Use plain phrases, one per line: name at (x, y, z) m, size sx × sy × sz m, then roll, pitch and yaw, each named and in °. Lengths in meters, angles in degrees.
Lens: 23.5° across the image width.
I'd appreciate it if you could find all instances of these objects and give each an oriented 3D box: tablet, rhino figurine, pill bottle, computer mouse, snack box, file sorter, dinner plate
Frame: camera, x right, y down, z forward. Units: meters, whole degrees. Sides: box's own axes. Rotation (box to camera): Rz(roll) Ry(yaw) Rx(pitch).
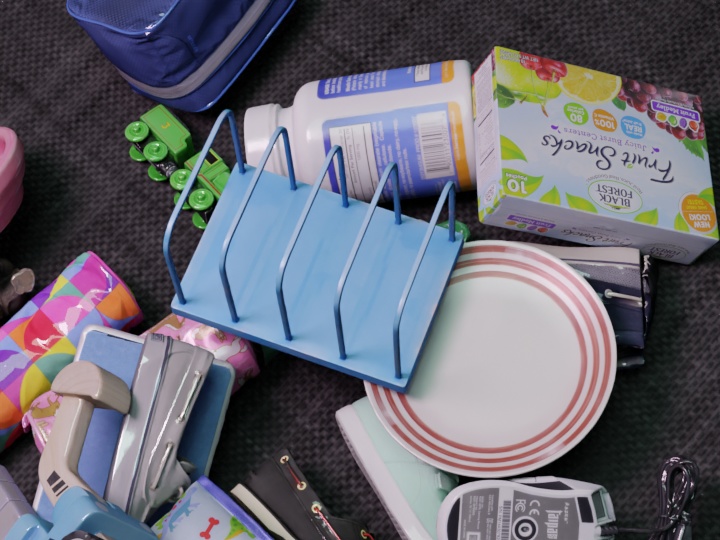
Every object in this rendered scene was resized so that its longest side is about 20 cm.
tablet at (-0.186, 0.156, 1.389) m, size 0.129 × 0.014 × 0.202 m, roll 16°, pitch 88°, yaw -6°
rhino figurine at (-0.368, 0.056, 1.499) m, size 0.199 × 0.087 × 0.060 m, roll -39°, pitch 94°, yaw -10°
pill bottle at (0.005, -0.112, 1.490) m, size 0.198 × 0.112 × 0.113 m, roll -7°, pitch 62°, yaw 8°
computer mouse at (0.153, 0.189, 1.307) m, size 0.198 × 0.044 × 0.111 m, roll 4°, pitch 96°, yaw -5°
snack box at (0.191, -0.093, 1.422) m, size 0.198 × 0.053 × 0.144 m, roll 10°, pitch 61°, yaw -20°
file sorter at (-0.036, -0.021, 1.327) m, size 0.198 × 0.123 × 0.140 m, roll 18°, pitch 66°, yaw 12°
dinner plate at (0.100, 0.069, 1.352) m, size 0.198 × 0.024 × 0.202 m, roll -3°, pitch 64°, yaw 5°

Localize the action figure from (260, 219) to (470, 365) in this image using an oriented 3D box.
action figure at (0.000, 0.000, 1.451) m, size 0.198 × 0.119 × 0.055 m, roll -18°, pitch 48°, yaw -8°

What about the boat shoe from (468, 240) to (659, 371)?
boat shoe at (0.143, 0.033, 1.407) m, size 0.198 × 0.075 × 0.094 m, roll -2°, pitch 55°, yaw 10°

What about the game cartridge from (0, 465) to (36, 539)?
game cartridge at (-0.322, 0.265, 1.374) m, size 0.200 × 0.038 × 0.130 m, roll -47°, pitch 58°, yaw 11°

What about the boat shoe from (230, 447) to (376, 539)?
boat shoe at (-0.016, 0.219, 1.346) m, size 0.063 × 0.074 × 0.201 m, roll -41°, pitch 63°, yaw -11°

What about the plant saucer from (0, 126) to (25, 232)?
plant saucer at (-0.371, -0.045, 1.524) m, size 0.199 × 0.051 × 0.201 m, roll -28°, pitch 26°, yaw 15°

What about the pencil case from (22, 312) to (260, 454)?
pencil case at (-0.181, 0.100, 1.437) m, size 0.199 × 0.083 × 0.087 m, roll -35°, pitch 41°, yaw -6°

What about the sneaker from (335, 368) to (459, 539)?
sneaker at (0.074, 0.164, 1.357) m, size 0.117 × 0.074 × 0.201 m, roll -28°, pitch 63°, yaw -7°

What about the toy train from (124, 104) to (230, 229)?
toy train at (-0.138, -0.075, 1.543) m, size 0.056 × 0.042 × 0.200 m, roll -35°, pitch 61°, yaw -20°

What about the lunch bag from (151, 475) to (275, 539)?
lunch bag at (-0.099, 0.286, 1.299) m, size 0.170 × 0.128 × 0.199 m, roll -46°, pitch 53°, yaw -12°

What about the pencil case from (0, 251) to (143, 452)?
pencil case at (-0.278, 0.071, 1.470) m, size 0.200 × 0.089 × 0.088 m, roll -41°, pitch 63°, yaw -13°

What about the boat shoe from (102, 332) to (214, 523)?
boat shoe at (-0.161, 0.152, 1.354) m, size 0.065 × 0.072 × 0.202 m, roll 14°, pitch 83°, yaw -9°

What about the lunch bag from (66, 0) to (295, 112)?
lunch bag at (-0.150, -0.252, 1.584) m, size 0.135 × 0.133 × 0.201 m, roll 25°, pitch 71°, yaw 39°

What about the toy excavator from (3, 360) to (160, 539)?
toy excavator at (-0.210, 0.185, 1.263) m, size 0.195 × 0.100 × 0.200 m, roll -54°, pitch 45°, yaw 1°
